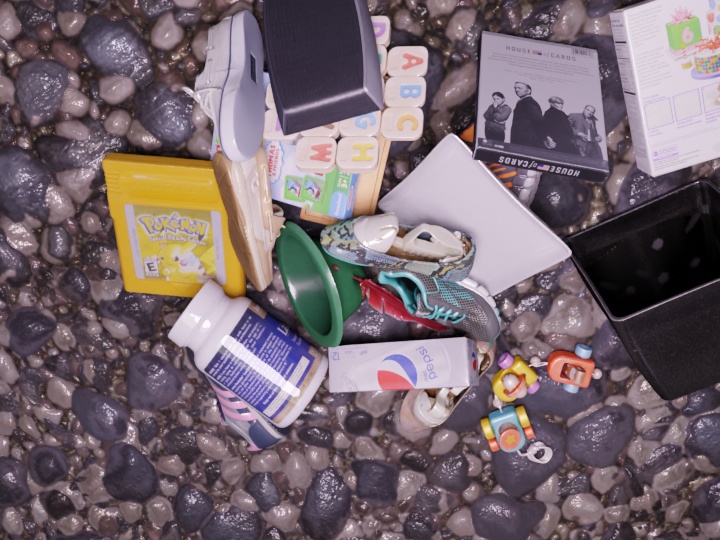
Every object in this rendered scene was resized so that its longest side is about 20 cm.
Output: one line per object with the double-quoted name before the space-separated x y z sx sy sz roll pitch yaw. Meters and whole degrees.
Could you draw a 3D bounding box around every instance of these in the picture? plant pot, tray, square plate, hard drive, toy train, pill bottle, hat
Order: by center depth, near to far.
"hard drive" -0.050 -0.265 0.791 0.132 0.042 0.203 -13 70 8
"plant pot" 0.398 0.037 0.851 0.197 0.201 0.179 -24 116 11
"square plate" 0.137 -0.060 0.852 0.198 0.029 0.200 44 149 -5
"tray" -0.012 -0.156 0.885 0.097 0.037 0.203 13 108 -1
"pill bottle" -0.151 0.109 0.916 0.199 0.116 0.116 37 107 -9
"hat" 0.000 0.000 0.930 0.174 0.165 0.203 -24 124 -25
"toy train" 0.255 0.195 0.975 0.148 0.056 0.203 16 108 -2

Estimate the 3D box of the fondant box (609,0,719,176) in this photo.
"fondant box" 0.397 -0.234 0.824 0.142 0.058 0.203 -15 108 8

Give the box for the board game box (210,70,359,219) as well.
"board game box" -0.092 -0.165 0.861 0.197 0.037 0.154 17 109 16

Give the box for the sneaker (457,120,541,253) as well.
"sneaker" 0.170 -0.123 0.872 0.111 0.077 0.203 26 125 18

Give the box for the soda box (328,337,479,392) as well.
"soda box" 0.057 0.129 0.924 0.196 0.068 0.065 -6 80 20

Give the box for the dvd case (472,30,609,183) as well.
"dvd case" 0.206 -0.195 0.787 0.147 0.203 0.025 10 145 0

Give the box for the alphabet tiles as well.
"alphabet tiles" -0.020 -0.208 0.797 0.192 0.015 0.204 3 72 10

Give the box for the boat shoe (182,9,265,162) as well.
"boat shoe" -0.164 -0.210 0.793 0.085 0.075 0.206 -11 66 18

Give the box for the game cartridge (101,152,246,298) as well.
"game cartridge" -0.243 -0.053 0.908 0.173 0.033 0.203 5 126 2

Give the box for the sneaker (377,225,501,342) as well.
"sneaker" 0.098 0.037 0.899 0.199 0.092 0.078 40 142 -5

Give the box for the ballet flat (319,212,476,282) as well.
"ballet flat" 0.051 -0.038 0.832 0.196 0.074 0.075 9 110 -15

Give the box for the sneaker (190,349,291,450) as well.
"sneaker" -0.192 0.183 0.992 0.082 0.070 0.201 -35 98 20

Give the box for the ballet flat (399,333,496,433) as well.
"ballet flat" 0.120 0.167 0.968 0.067 0.067 0.201 31 108 -9

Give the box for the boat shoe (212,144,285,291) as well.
"boat shoe" -0.127 -0.064 0.851 0.068 0.074 0.202 -27 135 -23
